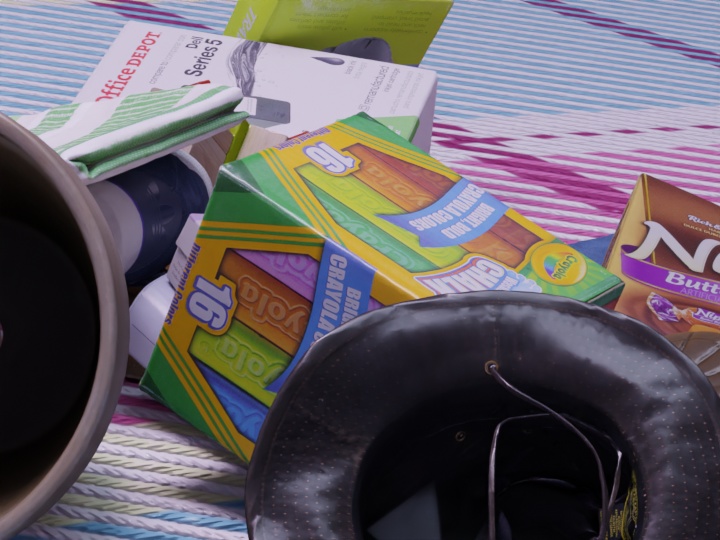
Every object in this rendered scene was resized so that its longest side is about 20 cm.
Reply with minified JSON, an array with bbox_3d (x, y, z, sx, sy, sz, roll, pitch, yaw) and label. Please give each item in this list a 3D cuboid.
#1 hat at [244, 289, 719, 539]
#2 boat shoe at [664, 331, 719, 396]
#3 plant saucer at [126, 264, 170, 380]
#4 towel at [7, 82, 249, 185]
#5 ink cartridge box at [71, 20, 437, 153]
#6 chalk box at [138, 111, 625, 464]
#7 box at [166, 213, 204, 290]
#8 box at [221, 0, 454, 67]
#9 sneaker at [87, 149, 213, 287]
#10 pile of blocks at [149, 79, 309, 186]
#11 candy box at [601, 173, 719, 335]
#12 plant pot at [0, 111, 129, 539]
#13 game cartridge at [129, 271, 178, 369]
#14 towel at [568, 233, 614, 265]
[{"bbox_3d":[0.053,0.103,1.205,0.199,0.202,0.081,7,-23,2],"label":"hat"},{"bbox_3d":[0.152,0.109,1.289,0.072,0.065,0.200,-4,35,2],"label":"boat shoe"},{"bbox_3d":[-0.080,0.017,1.579,0.199,0.036,0.200,7,15,-2],"label":"plant saucer"},{"bbox_3d":[-0.175,-0.062,1.481,0.199,0.024,0.152,-1,16,35],"label":"towel"},{"bbox_3d":[-0.066,-0.071,1.762,0.199,0.084,0.146,10,28,8],"label":"ink cartridge box"},{"bbox_3d":[0.027,0.040,1.320,0.200,0.124,0.125,32,28,20],"label":"chalk box"},{"bbox_3d":[0.000,0.000,1.467,0.199,0.039,0.041,2,35,-35],"label":"box"},{"bbox_3d":[-0.035,-0.122,1.884,0.121,0.200,0.048,0,52,-26],"label":"box"},{"bbox_3d":[-0.171,-0.017,1.524,0.199,0.081,0.146,-11,7,23],"label":"sneaker"},{"bbox_3d":[-0.058,-0.054,1.628,0.082,0.062,0.200,5,-23,47],"label":"pile of blocks"},{"bbox_3d":[0.173,0.029,1.511,0.116,0.057,0.200,23,25,2],"label":"candy box"},{"bbox_3d":[-0.182,0.025,1.265,0.199,0.201,0.174,9,0,9],"label":"plant pot"},{"bbox_3d":[-0.016,0.036,1.471,0.133,0.041,0.199,36,30,32],"label":"game cartridge"},{"bbox_3d":[0.128,0.022,1.629,0.111,0.049,0.200,21,22,36],"label":"towel"}]
